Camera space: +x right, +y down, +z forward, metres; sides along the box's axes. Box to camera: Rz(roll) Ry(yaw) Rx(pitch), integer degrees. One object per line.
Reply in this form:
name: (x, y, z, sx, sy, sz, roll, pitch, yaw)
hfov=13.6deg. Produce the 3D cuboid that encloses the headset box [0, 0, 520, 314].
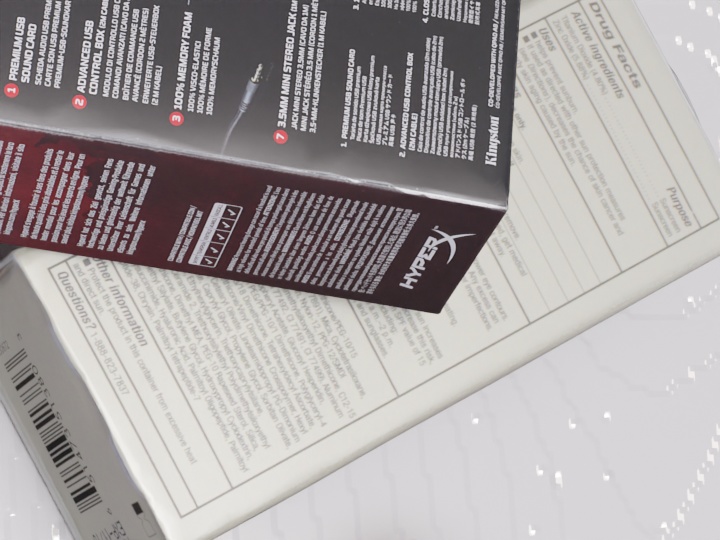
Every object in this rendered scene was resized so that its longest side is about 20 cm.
headset box: (-0.061, -0.083, 0.769, 0.198, 0.077, 0.150, 8, 66, -10)

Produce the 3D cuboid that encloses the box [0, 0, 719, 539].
box: (0.000, 0.000, 0.842, 0.199, 0.078, 0.095, -26, 87, -23)
